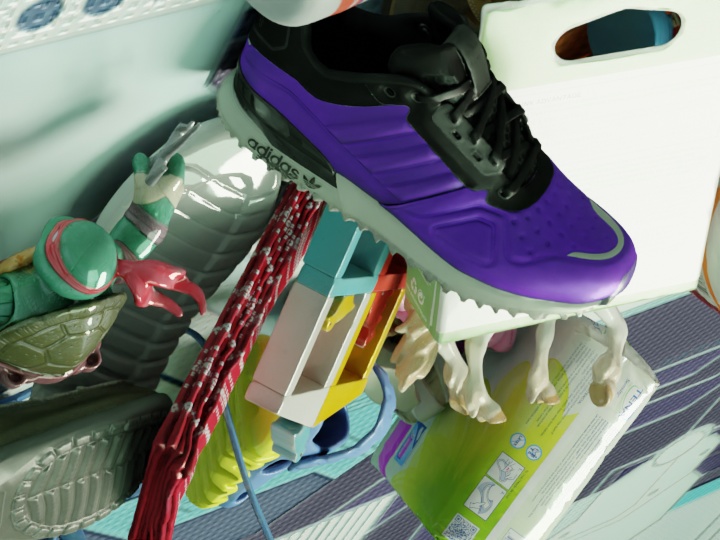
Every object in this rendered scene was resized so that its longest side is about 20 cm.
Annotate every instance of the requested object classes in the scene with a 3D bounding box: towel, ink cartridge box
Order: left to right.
[{"bbox_3d":[-0.057,0.035,1.181,0.200,0.022,0.145,-64,179,-27],"label":"towel"},{"bbox_3d":[0.102,-0.063,1.149,0.145,0.048,0.200,-11,132,-18],"label":"ink cartridge box"}]

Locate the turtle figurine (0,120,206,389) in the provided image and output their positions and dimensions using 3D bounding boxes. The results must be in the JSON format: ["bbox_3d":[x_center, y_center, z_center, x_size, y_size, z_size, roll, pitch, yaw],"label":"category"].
[{"bbox_3d":[-0.147,0.003,1.041,0.150,0.101,0.200,0,157,-33],"label":"turtle figurine"}]

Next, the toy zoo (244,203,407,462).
[{"bbox_3d":[0.000,0.000,1.192,0.200,0.020,0.131,-66,165,9],"label":"toy zoo"}]

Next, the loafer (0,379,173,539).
[{"bbox_3d":[-0.174,0.085,1.123,0.200,0.070,0.075,-16,140,-39],"label":"loafer"}]

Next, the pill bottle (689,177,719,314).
[{"bbox_3d":[0.208,-0.035,1.320,0.114,0.114,0.200,-31,-159,-4],"label":"pill bottle"}]

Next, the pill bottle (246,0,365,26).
[{"bbox_3d":[0.039,-0.173,0.877,0.200,0.111,0.111,-25,159,-19],"label":"pill bottle"}]

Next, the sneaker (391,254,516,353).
[{"bbox_3d":[0.047,-0.015,1.349,0.095,0.079,0.200,-58,156,7],"label":"sneaker"}]

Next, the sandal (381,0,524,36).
[{"bbox_3d":[0.073,-0.145,1.076,0.080,0.054,0.200,-14,153,-41],"label":"sandal"}]

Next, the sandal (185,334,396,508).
[{"bbox_3d":[-0.044,0.086,1.348,0.087,0.080,0.200,0,169,-23],"label":"sandal"}]

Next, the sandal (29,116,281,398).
[{"bbox_3d":[-0.109,-0.001,1.160,0.082,0.050,0.203,9,125,-40],"label":"sandal"}]

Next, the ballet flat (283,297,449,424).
[{"bbox_3d":[0.017,0.052,1.433,0.068,0.072,0.200,-35,160,10],"label":"ballet flat"}]

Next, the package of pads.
[{"bbox_3d":[0.089,0.088,1.450,0.155,0.068,0.200,-54,-166,1],"label":"package of pads"}]

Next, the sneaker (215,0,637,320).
[{"bbox_3d":[0.038,-0.058,1.051,0.070,0.200,0.100,-58,177,-48],"label":"sneaker"}]

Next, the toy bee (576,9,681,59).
[{"bbox_3d":[0.164,-0.103,1.233,0.131,0.109,0.200,-24,160,-21],"label":"toy bee"}]

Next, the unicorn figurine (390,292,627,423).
[{"bbox_3d":[0.091,0.005,1.284,0.074,0.137,0.200,-1,-177,30],"label":"unicorn figurine"}]

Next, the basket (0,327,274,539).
[{"bbox_3d":[-0.148,0.137,1.260,0.200,0.176,0.139,-19,175,2],"label":"basket"}]
